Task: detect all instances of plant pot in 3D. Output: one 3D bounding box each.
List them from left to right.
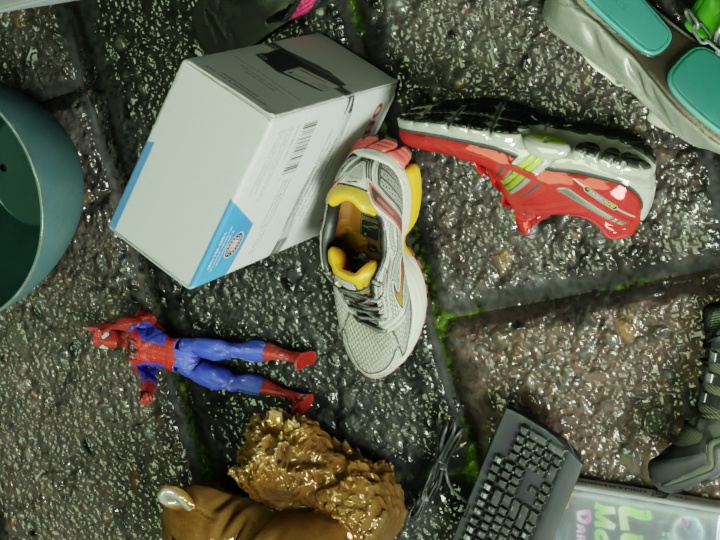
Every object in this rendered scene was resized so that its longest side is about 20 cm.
[{"bbox_3d":[-0.306,-0.069,1.369,0.200,0.135,0.200,6,105,24],"label":"plant pot"}]

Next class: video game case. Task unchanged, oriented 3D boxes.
[{"bbox_3d":[0.192,0.260,1.284,0.182,0.023,0.200,7,106,23],"label":"video game case"}]

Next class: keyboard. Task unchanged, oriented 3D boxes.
[{"bbox_3d":[0.091,0.190,1.295,0.127,0.021,0.200,33,120,28],"label":"keyboard"}]

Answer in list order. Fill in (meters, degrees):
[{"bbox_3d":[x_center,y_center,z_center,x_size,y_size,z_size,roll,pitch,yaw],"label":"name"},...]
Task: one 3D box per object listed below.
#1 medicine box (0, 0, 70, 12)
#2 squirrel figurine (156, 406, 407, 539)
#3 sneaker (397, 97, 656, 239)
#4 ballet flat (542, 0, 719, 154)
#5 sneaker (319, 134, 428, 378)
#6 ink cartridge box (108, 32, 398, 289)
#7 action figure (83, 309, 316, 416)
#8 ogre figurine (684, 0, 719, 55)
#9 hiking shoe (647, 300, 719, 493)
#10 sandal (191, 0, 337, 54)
[{"bbox_3d":[-0.206,-0.294,1.226,0.103,0.200,0.183,-6,101,29],"label":"medicine box"},{"bbox_3d":[-0.069,0.205,1.350,0.186,0.141,0.200,27,101,28],"label":"squirrel figurine"},{"bbox_3d":[0.113,-0.070,1.208,0.200,0.077,0.085,18,117,21],"label":"sneaker"},{"bbox_3d":[0.208,-0.138,1.158,0.200,0.067,0.064,45,149,10],"label":"ballet flat"},{"bbox_3d":[0.000,0.000,1.260,0.078,0.082,0.200,11,127,24],"label":"sneaker"},{"bbox_3d":[-0.074,-0.086,1.219,0.084,0.200,0.145,35,116,16],"label":"ink cartridge box"},{"bbox_3d":[-0.147,0.078,1.358,0.200,0.099,0.065,12,107,25],"label":"action figure"},{"bbox_3d":[0.314,-0.188,1.073,0.200,0.098,0.120,-35,69,13],"label":"ogre figurine"},{"bbox_3d":[0.269,0.073,1.179,0.200,0.076,0.101,-44,74,19],"label":"hiking shoe"},{"bbox_3d":[-0.056,-0.222,1.261,0.200,0.045,0.075,-33,88,28],"label":"sandal"}]
